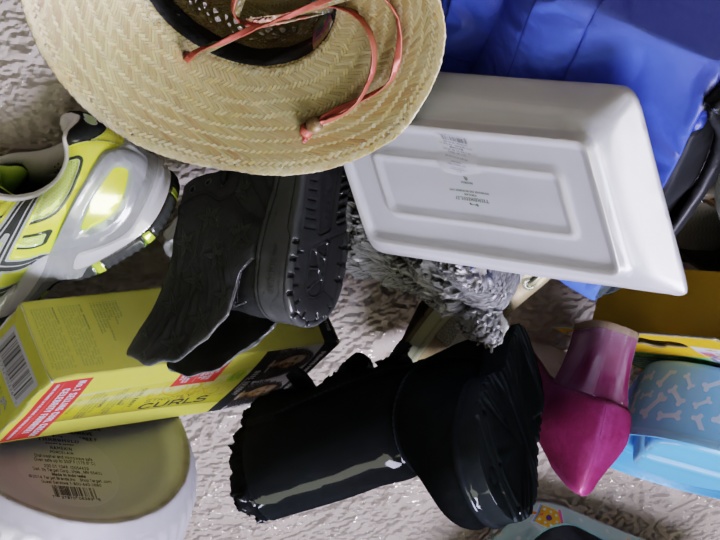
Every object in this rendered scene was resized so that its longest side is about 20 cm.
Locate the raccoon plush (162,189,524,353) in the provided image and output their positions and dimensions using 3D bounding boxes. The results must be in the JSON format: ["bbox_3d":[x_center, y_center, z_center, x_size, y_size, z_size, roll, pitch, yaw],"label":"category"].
[{"bbox_3d":[0.000,0.000,1.250,0.200,0.134,0.097,-30,137,20],"label":"raccoon plush"}]

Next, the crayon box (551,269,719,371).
[{"bbox_3d":[0.225,0.045,1.368,0.200,0.052,0.126,25,166,-40],"label":"crayon box"}]

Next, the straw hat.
[{"bbox_3d":[-0.053,-0.143,1.105,0.201,0.085,0.201,6,128,8],"label":"straw hat"}]

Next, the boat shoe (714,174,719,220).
[{"bbox_3d":[0.252,-0.088,1.167,0.200,0.071,0.064,-47,153,3],"label":"boat shoe"}]

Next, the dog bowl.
[{"bbox_3d":[0.202,0.096,1.388,0.111,0.050,0.200,15,169,3],"label":"dog bowl"}]

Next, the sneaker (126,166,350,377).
[{"bbox_3d":[-0.051,-0.041,1.207,0.104,0.200,0.060,7,172,42],"label":"sneaker"}]

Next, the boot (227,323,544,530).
[{"bbox_3d":[0.009,0.094,1.234,0.162,0.198,0.073,-16,106,14],"label":"boot"}]

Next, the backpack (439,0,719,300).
[{"bbox_3d":[0.113,-0.103,1.142,0.168,0.163,0.200,31,142,12],"label":"backpack"}]

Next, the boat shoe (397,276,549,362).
[{"bbox_3d":[0.078,0.011,1.323,0.063,0.073,0.201,33,121,-4],"label":"boat shoe"}]

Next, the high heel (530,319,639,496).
[{"bbox_3d":[0.111,0.090,1.359,0.067,0.096,0.200,20,167,-13],"label":"high heel"}]

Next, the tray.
[{"bbox_3d":[0.057,-0.040,1.099,0.022,0.200,0.108,-37,121,-36],"label":"tray"}]

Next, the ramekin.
[{"bbox_3d":[-0.185,0.119,1.302,0.200,0.200,0.105,12,125,-26],"label":"ramekin"}]

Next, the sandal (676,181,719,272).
[{"bbox_3d":[0.216,-0.024,1.339,0.200,0.055,0.082,2,138,-16],"label":"sandal"}]

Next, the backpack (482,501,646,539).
[{"bbox_3d":[0.129,0.263,1.572,0.176,0.153,0.200,23,119,-31],"label":"backpack"}]

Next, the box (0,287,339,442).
[{"bbox_3d":[-0.111,0.046,1.285,0.200,0.050,0.075,-5,152,-43],"label":"box"}]

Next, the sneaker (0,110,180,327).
[{"bbox_3d":[-0.193,-0.019,1.244,0.200,0.075,0.076,-32,119,15],"label":"sneaker"}]
